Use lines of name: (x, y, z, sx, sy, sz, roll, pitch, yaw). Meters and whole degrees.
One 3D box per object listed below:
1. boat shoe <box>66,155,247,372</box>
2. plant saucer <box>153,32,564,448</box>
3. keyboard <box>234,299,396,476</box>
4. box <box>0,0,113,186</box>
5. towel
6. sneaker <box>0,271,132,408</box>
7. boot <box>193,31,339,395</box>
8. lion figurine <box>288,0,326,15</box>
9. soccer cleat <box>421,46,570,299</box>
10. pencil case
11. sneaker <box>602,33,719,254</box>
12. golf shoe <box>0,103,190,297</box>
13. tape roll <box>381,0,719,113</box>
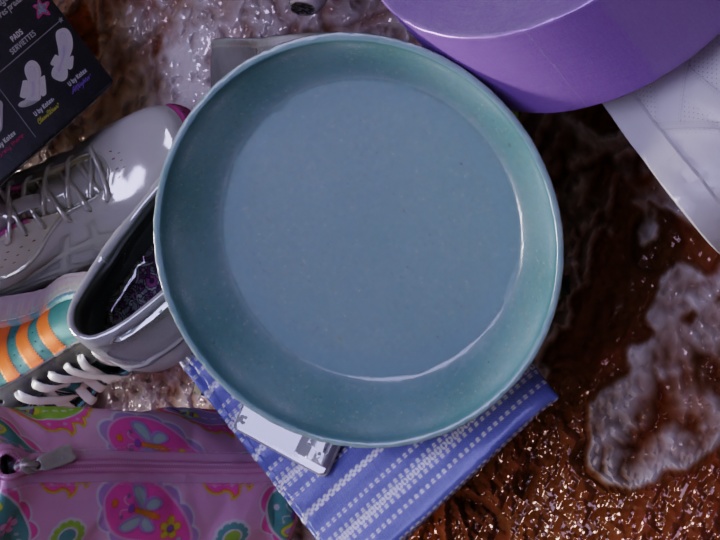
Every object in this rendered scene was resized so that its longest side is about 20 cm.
boat shoe: (-0.072, -0.035, 1.344, 0.200, 0.068, 0.072, -44, 65, 12)
plant saucer: (0.001, -0.016, 1.282, 0.199, 0.036, 0.201, 4, 104, 15)
keyboard: (0.000, 0.000, 1.327, 0.056, 0.011, 0.200, 28, 97, 26)
box: (-0.260, -0.089, 1.524, 0.200, 0.132, 0.115, -21, 110, 49)
towel: (-0.009, 0.038, 1.353, 0.145, 0.024, 0.200, -44, 65, 13)
sneaker: (-0.166, 0.053, 1.506, 0.200, 0.071, 0.080, -14, 64, 44)
boot: (-0.018, -0.024, 1.417, 0.181, 0.072, 0.201, 8, 87, 37)
lion figurine: (-0.054, -0.206, 1.424, 0.073, 0.199, 0.123, 112, 169, -66)
soccer cleat: (0.049, -0.061, 1.357, 0.081, 0.067, 0.201, -13, 84, 38)
pencil case: (-0.129, 0.112, 1.411, 0.087, 0.200, 0.088, -8, 80, 56)
sneaker: (0.162, -0.110, 1.272, 0.116, 0.074, 0.200, -40, 52, 10)
golf shoe: (-0.171, -0.030, 1.521, 0.200, 0.091, 0.075, -36, 66, 32)
tape roll: (0.101, -0.174, 1.261, 0.200, 0.066, 0.201, -20, 49, 25)
